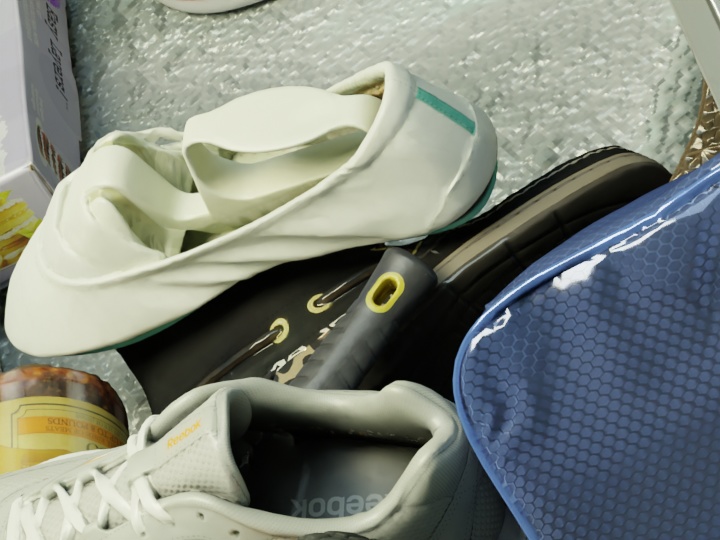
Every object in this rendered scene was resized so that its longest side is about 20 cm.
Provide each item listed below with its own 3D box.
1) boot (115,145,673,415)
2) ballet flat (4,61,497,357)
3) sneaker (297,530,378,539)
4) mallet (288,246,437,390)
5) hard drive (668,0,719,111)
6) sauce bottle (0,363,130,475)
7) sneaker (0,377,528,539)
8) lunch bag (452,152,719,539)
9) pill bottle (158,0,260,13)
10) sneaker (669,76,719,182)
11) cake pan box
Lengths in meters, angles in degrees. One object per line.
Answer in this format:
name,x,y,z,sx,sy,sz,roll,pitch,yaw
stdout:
boot,0.000,0.000,0.943,0.200,0.073,0.151,-40,41,2
ballet flat,-0.051,-0.026,0.900,0.199,0.069,0.070,-17,44,29
sneaker,0.043,0.145,0.693,0.087,0.200,0.075,-50,18,-4
mallet,-0.050,0.071,0.842,0.066,0.041,0.200,25,73,17
hard drive,0.182,-0.129,0.873,0.199,0.026,0.132,-17,73,-19
sauce bottle,-0.100,0.127,0.889,0.066,0.066,0.201,-20,53,16
sneaker,-0.055,0.065,0.773,0.199,0.092,0.076,-12,58,8
lunch bag,0.142,0.022,0.748,0.200,0.132,0.136,-29,86,19
pill bottle,-0.084,-0.209,1.091,0.113,0.200,0.114,-17,44,18
sneaker,0.144,-0.039,0.893,0.070,0.075,0.201,-4,71,39
cake pan box,-0.203,-0.042,1.115,0.184,0.052,0.200,-24,36,9
